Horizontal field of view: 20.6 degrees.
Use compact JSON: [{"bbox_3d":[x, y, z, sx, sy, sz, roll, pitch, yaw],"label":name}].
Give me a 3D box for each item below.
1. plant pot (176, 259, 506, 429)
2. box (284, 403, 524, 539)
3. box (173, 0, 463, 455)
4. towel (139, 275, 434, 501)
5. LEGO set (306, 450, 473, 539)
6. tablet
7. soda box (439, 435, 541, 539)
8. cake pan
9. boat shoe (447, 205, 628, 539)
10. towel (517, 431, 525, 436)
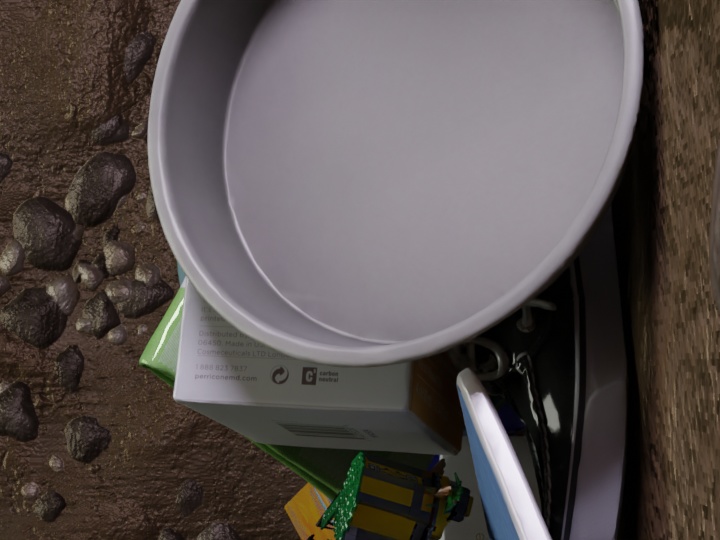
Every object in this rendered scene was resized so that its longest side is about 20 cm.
[{"bbox_3d":[-0.012,-0.009,1.041,0.200,0.134,0.202,10,-105,-43],"label":"plant pot"},{"bbox_3d":[0.024,0.110,1.118,0.042,0.119,0.200,59,167,8],"label":"box"},{"bbox_3d":[-0.006,-0.032,0.829,0.124,0.097,0.201,44,-131,-72],"label":"box"},{"bbox_3d":[0.000,0.000,0.929,0.201,0.149,0.031,-60,16,-21],"label":"towel"},{"bbox_3d":[0.023,0.174,0.842,0.200,0.115,0.154,118,166,-52],"label":"LEGO set"},{"bbox_3d":[0.070,0.133,0.747,0.200,0.014,0.131,76,174,-59],"label":"tablet"},{"bbox_3d":[0.072,0.180,0.948,0.064,0.068,0.201,89,-179,-55],"label":"soda box"},{"bbox_3d":[0.014,-0.061,0.724,0.037,0.199,0.201,26,-120,-60],"label":"cake pan"},{"bbox_3d":[0.068,0.024,0.780,0.074,0.068,0.200,87,-178,-67],"label":"boat shoe"},{"bbox_3d":[0.059,0.045,1.185,0.200,0.030,0.147,58,168,23],"label":"towel"}]
